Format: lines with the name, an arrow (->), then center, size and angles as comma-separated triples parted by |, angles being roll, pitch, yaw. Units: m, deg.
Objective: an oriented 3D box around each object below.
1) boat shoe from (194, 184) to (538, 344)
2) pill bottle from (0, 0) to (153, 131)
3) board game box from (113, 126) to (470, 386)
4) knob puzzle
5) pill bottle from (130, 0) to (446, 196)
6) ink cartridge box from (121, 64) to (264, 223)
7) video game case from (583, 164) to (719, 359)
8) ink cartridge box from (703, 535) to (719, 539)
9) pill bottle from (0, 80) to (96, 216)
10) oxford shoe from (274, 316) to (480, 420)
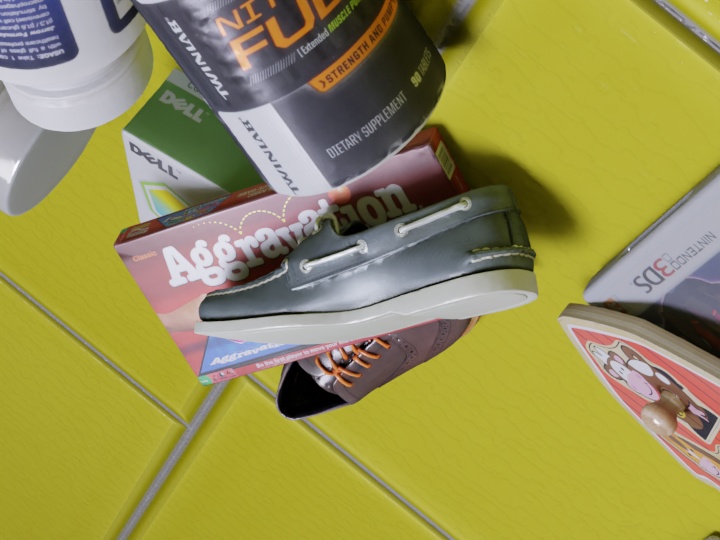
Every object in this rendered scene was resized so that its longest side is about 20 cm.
boat shoe -> 0.000, 0.000, 1.216 | 0.199, 0.062, 0.073 | -11, 169, 31
pill bottle -> -0.167, -0.165, 1.197 | 0.111, 0.111, 0.200 | 26, 152, 27
board game box -> -0.025, -0.004, 1.259 | 0.199, 0.019, 0.103 | -17, 118, 27
knob puzzle -> 0.176, 0.088, 1.195 | 0.219, 0.030, 0.220 | 38, 169, 9
pill bottle -> -0.053, -0.139, 1.086 | 0.106, 0.106, 0.200 | 5, 139, 51
ink cartridge box -> -0.073, -0.048, 1.326 | 0.104, 0.059, 0.200 | 31, 155, 18
video game case -> 0.216, 0.043, 1.120 | 0.200, 0.023, 0.182 | 39, 156, 0
ink cartridge box -> 0.209, 0.244, 1.419 | 0.116, 0.068, 0.200 | 37, 156, 5
pill bottle -> -0.255, -0.127, 1.382 | 0.200, 0.114, 0.114 | 35, 156, 10
oxford shoe -> 0.010, 0.039, 1.334 | 0.071, 0.073, 0.200 | 41, 149, -3
